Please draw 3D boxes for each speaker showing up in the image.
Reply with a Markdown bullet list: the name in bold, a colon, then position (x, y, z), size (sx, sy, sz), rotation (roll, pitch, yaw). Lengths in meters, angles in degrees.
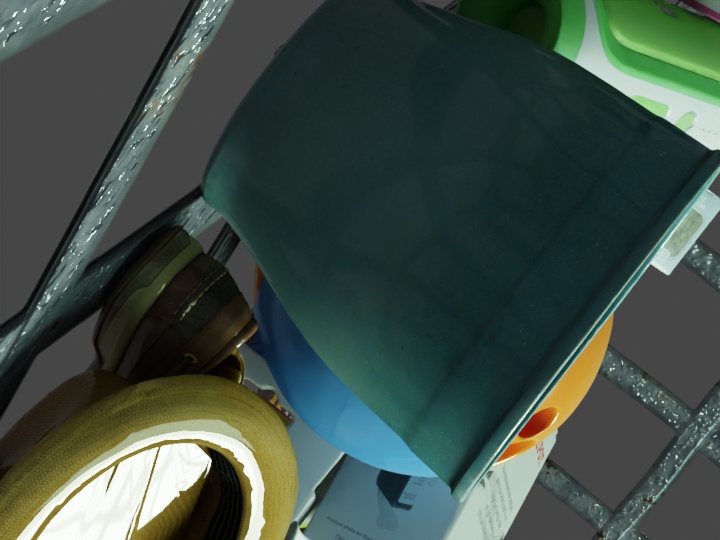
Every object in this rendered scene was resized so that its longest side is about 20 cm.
- **speaker**: position (0.139, -0.112, 1.173), size (0.199, 0.089, 0.089), rotation (11, 122, -47)

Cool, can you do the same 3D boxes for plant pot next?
- **plant pot**: position (0.035, -0.030, 1.005), size (0.200, 0.188, 0.200), rotation (-51, 174, -8)

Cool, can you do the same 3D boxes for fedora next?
- **fedora**: position (-0.125, 0.114, 1.012), size (0.200, 0.082, 0.201), rotation (-24, 138, -23)

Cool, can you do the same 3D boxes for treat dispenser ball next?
- **treat dispenser ball**: position (0.040, 0.012, 1.194), size (0.201, 0.201, 0.201), rotation (-51, 173, -8)

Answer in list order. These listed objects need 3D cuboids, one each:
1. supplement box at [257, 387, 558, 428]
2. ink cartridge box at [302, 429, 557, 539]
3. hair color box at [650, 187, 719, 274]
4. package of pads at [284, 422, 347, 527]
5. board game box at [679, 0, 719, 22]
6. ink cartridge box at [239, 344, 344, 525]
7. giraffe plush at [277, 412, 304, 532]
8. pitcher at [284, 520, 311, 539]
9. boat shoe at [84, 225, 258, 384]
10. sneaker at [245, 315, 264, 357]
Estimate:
- **supplement box**: position (0.034, 0.102, 1.619), size (0.086, 0.200, 0.111), rotation (-48, 172, -33)
- **ink cartridge box**: position (0.038, 0.146, 1.327), size (0.201, 0.083, 0.144), rotation (-59, 161, -17)
- **hair color box**: position (0.140, -0.082, 1.391), size (0.061, 0.099, 0.200), rotation (-53, -150, 8)
- **package of pads**: position (-0.055, 0.145, 1.488), size (0.153, 0.069, 0.200), rotation (-10, 173, 2)
- **board game box**: position (0.194, -0.214, 1.262), size (0.065, 0.147, 0.200), rotation (-64, 168, 26)
- **ink cartridge box**: position (-0.104, 0.144, 1.272), size (0.200, 0.116, 0.068), rotation (-51, 173, -8)
- **giraffe plush**: position (-0.040, 0.195, 1.761), size (0.200, 0.162, 0.173), rotation (-47, 172, -29)
- **pitcher**: position (-0.099, 0.192, 1.168), size (0.172, 0.199, 0.122), rotation (40, 44, -63)
- **boat shoe**: position (-0.096, 0.055, 1.073), size (0.072, 0.067, 0.200), rotation (-48, 172, -30)
- **sneaker**: position (0.000, 0.000, 1.334), size (0.199, 0.079, 0.075), rotation (-26, 178, -4)
